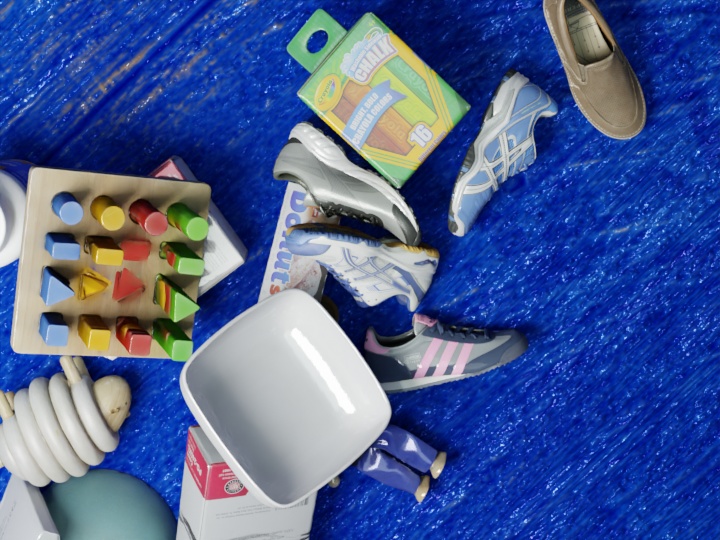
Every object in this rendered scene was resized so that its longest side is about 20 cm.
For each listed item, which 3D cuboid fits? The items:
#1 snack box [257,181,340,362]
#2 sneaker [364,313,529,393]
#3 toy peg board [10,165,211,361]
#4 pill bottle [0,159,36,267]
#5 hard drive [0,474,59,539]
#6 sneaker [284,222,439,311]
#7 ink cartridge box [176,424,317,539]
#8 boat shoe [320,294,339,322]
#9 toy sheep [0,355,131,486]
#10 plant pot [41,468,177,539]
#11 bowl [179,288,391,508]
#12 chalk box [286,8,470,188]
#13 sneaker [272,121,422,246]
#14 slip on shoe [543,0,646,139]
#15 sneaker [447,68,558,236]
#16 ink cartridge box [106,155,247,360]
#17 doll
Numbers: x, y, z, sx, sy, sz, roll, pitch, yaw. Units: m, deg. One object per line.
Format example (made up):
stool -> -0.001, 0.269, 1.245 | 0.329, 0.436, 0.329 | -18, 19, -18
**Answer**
snack box -> -0.075, 0.002, 1.403 | 0.071, 0.024, 0.202 | 14, 80, -2
sneaker -> 0.099, 0.086, 1.424 | 0.197, 0.070, 0.083 | -14, 102, 0
toy peg board -> -0.255, 0.003, 1.274 | 0.197, 0.098, 0.203 | 4, 101, -26
pill bottle -> -0.407, -0.062, 1.329 | 0.110, 0.200, 0.114 | 0, 98, -1
hard drive -> -0.397, 0.324, 1.380 | 0.026, 0.200, 0.133 | 22, 92, -26
sneaker -> 0.000, 0.000, 1.380 | 0.198, 0.075, 0.089 | 11, 102, -27
ink cartridge box -> -0.133, 0.279, 1.392 | 0.144, 0.083, 0.202 | -3, 118, -28
boat shoe -> -0.104, 0.108, 1.430 | 0.072, 0.065, 0.200 | 41, 81, 3
toy sheep -> -0.359, 0.183, 1.405 | 0.198, 0.138, 0.139 | -28, 98, -1
plant pot -> -0.321, 0.355, 1.426 | 0.197, 0.135, 0.203 | 0, 99, 0
bowl -> -0.088, 0.142, 1.310 | 0.199, 0.075, 0.201 | -35, 87, -32
chalk box -> 0.008, -0.207, 1.352 | 0.200, 0.124, 0.125 | 41, 95, -6
sneaker -> -0.014, -0.085, 1.379 | 0.199, 0.074, 0.080 | 36, 81, 11
slip on shoe -> 0.272, -0.238, 1.376 | 0.075, 0.061, 0.202 | -25, 106, 5
sneaker -> 0.160, -0.128, 1.390 | 0.076, 0.076, 0.202 | 25, 99, 0
ink cartridge box -> -0.252, -0.016, 1.397 | 0.199, 0.083, 0.147 | -36, 98, 4
doll -> -0.001, 0.209, 1.450 | 0.199, 0.049, 0.137 | 30, 110, -4
